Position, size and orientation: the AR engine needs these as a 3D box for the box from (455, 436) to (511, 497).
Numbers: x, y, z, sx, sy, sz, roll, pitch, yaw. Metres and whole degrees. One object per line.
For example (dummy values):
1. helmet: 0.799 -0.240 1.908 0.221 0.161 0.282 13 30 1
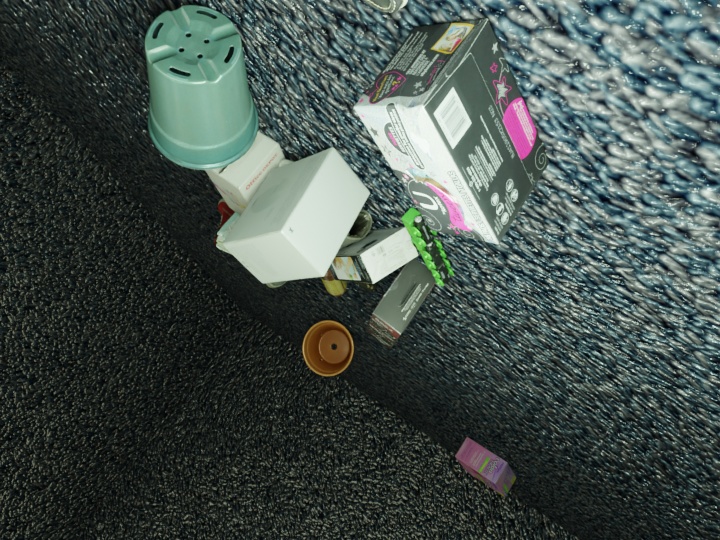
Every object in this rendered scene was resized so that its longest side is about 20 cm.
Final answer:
1. box: 0.505 0.791 2.476 0.198 0.097 0.177 25 159 39

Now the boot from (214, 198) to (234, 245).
1. boot: -0.410 -0.144 1.853 0.072 0.146 0.198 44 165 -33

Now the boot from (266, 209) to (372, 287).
1. boot: -0.087 -0.043 1.237 0.197 0.182 0.074 -11 118 43

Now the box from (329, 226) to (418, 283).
1. box: 0.017 -0.031 1.225 0.061 0.115 0.199 63 159 -12

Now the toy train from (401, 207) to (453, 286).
1. toy train: 0.124 -0.040 1.130 0.056 0.042 0.201 38 167 39

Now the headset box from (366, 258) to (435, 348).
1. headset box: 0.087 0.071 1.317 0.076 0.150 0.200 34 164 5

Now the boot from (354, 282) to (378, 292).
1. boot: 0.000 0.000 1.481 0.137 0.078 0.200 36 178 -9

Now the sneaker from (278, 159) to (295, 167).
1. sneaker: -0.123 -0.149 1.307 0.076 0.081 0.201 25 158 42

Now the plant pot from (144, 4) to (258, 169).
1. plant pot: -0.266 -0.306 1.017 0.198 0.202 0.197 36 157 5

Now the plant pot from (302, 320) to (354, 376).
1. plant pot: -0.111 0.292 2.345 0.198 0.202 0.140 35 -178 9

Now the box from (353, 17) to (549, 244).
1. box: 0.105 -0.149 0.690 0.113 0.133 0.201 16 153 49

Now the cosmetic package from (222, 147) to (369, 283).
1. cosmetic package: -0.118 -0.096 1.140 0.197 0.202 0.123 -8 136 49

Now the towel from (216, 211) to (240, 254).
1. towel: -0.211 -0.095 1.398 0.168 0.202 0.049 22 141 14

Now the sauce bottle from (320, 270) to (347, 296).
1. sauce bottle: -0.081 0.001 1.667 0.065 0.066 0.201 30 160 23

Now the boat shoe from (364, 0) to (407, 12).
1. boat shoe: -0.037 -0.333 0.633 0.199 0.061 0.074 42 163 -11

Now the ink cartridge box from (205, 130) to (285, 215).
1. ink cartridge box: -0.234 -0.206 1.308 0.124 0.129 0.201 32 163 24
